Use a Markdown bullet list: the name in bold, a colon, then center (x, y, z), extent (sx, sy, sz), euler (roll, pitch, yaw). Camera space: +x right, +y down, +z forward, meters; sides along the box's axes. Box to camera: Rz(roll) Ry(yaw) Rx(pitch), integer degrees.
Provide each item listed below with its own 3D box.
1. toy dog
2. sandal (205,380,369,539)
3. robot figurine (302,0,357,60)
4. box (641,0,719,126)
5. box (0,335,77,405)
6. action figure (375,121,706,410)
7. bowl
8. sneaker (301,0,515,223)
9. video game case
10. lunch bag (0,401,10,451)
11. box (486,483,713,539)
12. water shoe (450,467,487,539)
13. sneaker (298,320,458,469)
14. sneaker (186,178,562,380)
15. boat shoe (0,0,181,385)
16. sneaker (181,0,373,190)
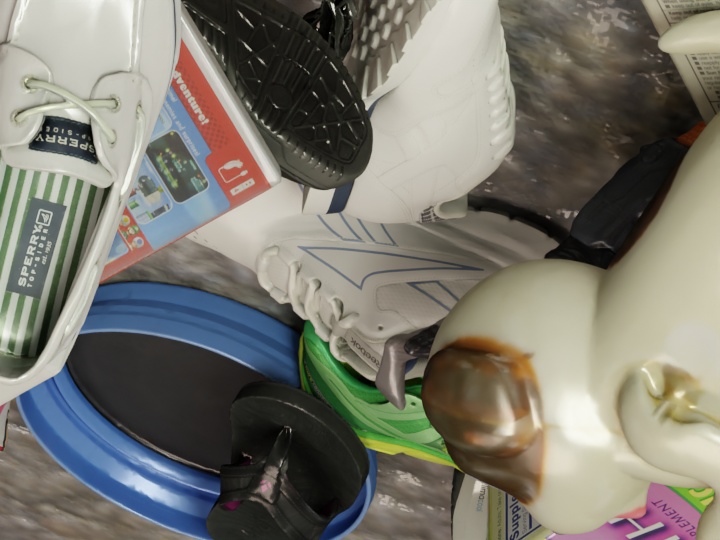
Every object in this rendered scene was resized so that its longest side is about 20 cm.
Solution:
- **toy dog**: center (0.118, 0.024, 1.066), extent (0.199, 0.140, 0.194), euler (-28, 104, 20)
- **sandal**: center (-0.042, 0.118, 1.474), extent (0.075, 0.048, 0.201), euler (24, 151, 5)
- **robot figurine**: center (-0.054, -0.151, 1.171), extent (0.144, 0.058, 0.200), euler (24, 146, -4)
- **box**: center (0.164, -0.110, 1.089), extent (0.095, 0.078, 0.200), euler (-1, 141, 30)
- **box**: center (-0.198, -0.037, 1.286), extent (0.130, 0.201, 0.199), euler (34, 145, -22)
- **action figure**: center (0.120, 0.010, 1.192), extent (0.105, 0.193, 0.200), euler (55, 164, -29)
- **bowl**: center (-0.084, 0.077, 1.531), extent (0.200, 0.040, 0.201), euler (14, 146, 10)
- **sneaker**: center (0.033, -0.083, 1.222), extent (0.080, 0.077, 0.200), euler (13, 152, -9)
- **video game case**: center (-0.151, -0.047, 1.125), extent (0.199, 0.017, 0.143), euler (-28, 110, 7)
- **lunch bag**: center (-0.285, 0.060, 1.560), extent (0.199, 0.082, 0.176), euler (-2, 161, 32)
- **box**: center (0.187, 0.101, 1.302), extent (0.200, 0.097, 0.176), euler (-35, 120, 28)
- **water shoe**: center (0.089, 0.145, 1.504), extent (0.078, 0.072, 0.200), euler (7, 148, 9)
- **sneaker**: center (0.058, 0.058, 1.393), extent (0.199, 0.074, 0.084), euler (8, 149, 20)
- **sneaker**: center (0.000, 0.000, 1.332), extent (0.199, 0.087, 0.075), euler (18, 149, 7)
- **boat shoe**: center (-0.107, -0.051, 1.080), extent (0.073, 0.067, 0.201), euler (6, 110, -6)
- **sneaker**: center (-0.095, -0.090, 1.175), extent (0.200, 0.060, 0.104), euler (40, 139, -19)
